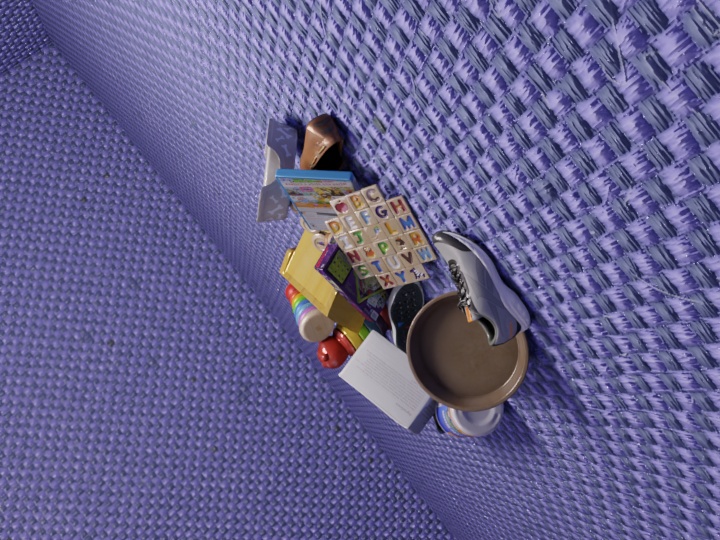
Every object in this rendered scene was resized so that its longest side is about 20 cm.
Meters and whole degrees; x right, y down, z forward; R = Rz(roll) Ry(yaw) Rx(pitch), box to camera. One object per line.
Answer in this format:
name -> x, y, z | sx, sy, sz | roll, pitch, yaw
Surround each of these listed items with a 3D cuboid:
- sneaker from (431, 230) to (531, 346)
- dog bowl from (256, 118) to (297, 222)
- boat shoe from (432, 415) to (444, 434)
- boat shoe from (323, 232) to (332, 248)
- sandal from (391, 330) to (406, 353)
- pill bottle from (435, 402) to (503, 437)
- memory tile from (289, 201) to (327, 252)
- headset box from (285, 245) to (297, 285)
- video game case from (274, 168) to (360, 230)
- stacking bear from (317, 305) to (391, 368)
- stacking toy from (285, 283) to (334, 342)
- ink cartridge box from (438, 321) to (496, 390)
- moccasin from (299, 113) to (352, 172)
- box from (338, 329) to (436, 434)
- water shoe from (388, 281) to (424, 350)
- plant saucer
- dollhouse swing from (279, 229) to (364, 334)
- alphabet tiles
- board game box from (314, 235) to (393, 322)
sneaker -> 0.171, 0.024, 1.061 | 0.201, 0.079, 0.074 | 52, 167, 1
dog bowl -> -0.162, -0.190, 1.372 | 0.200, 0.058, 0.202 | -173, 90, -80
boat shoe -> 0.194, 0.334, 1.754 | 0.084, 0.068, 0.201 | 26, 149, 58
boat shoe -> -0.008, -0.010, 1.413 | 0.074, 0.076, 0.201 | 13, 146, 41
sandal -> 0.116, 0.151, 1.599 | 0.203, 0.049, 0.083 | -175, 63, -77
pill bottle -> 0.221, 0.296, 1.499 | 0.112, 0.112, 0.200 | 49, 165, 6
memory tile -> -0.050, -0.086, 1.428 | 0.152, 0.017, 0.201 | -10, 124, 37
headset box -> -0.124, 0.030, 1.885 | 0.200, 0.075, 0.150 | 38, 142, 41
video game case -> -0.057, -0.123, 1.295 | 0.142, 0.018, 0.200 | 6, 157, 18
stacking bear -> -0.021, 0.155, 1.705 | 0.114, 0.200, 0.122 | 47, 165, 12
stacking toy -> -0.133, 0.090, 1.719 | 0.086, 0.085, 0.200 | 61, 174, -34
ink cartridge box -> 0.188, 0.139, 1.271 | 0.146, 0.087, 0.200 | 50, 167, 3
moccasin -> -0.060, -0.194, 1.254 | 0.078, 0.073, 0.202 | 55, 157, 14
box -> 0.081, 0.259, 1.614 | 0.199, 0.131, 0.199 | 35, 173, 19
water shoe -> 0.085, 0.075, 1.443 | 0.079, 0.071, 0.201 | -102, 9, -46
plant saucer -> 0.173, 0.129, 1.148 | 0.200, 0.200, 0.029 | 50, -160, 4
dollhouse swing -> -0.055, 0.000, 1.619 | 0.200, 0.176, 0.181 | 38, -178, 41
alphabet tiles -> 0.034, -0.053, 1.230 | 0.165, 0.006, 0.201 | -14, 120, 34
board game box -> 0.000, 0.000, 1.348 | 0.032, 0.120, 0.200 | 20, 161, 43
